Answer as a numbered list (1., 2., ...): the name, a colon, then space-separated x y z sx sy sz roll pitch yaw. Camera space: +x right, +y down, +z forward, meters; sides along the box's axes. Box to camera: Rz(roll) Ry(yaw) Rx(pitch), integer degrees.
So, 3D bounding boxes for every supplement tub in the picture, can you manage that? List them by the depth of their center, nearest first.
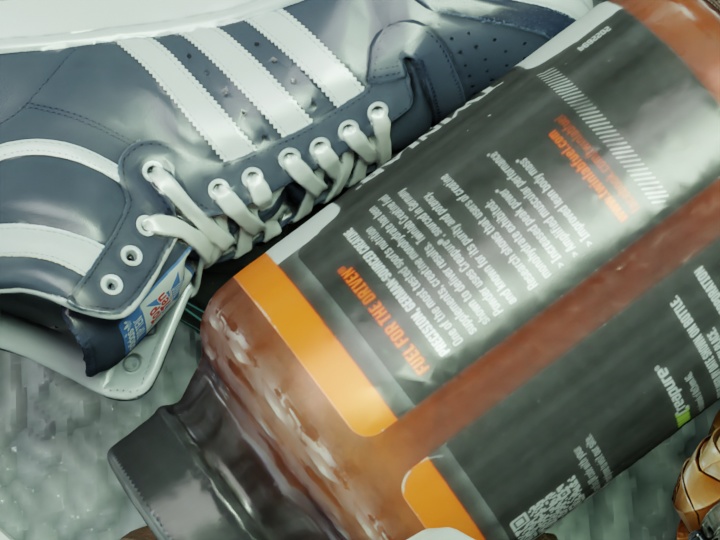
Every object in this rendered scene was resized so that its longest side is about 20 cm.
1. supplement tub: 0.031 0.017 0.770 0.200 0.107 0.107 -36 59 -4

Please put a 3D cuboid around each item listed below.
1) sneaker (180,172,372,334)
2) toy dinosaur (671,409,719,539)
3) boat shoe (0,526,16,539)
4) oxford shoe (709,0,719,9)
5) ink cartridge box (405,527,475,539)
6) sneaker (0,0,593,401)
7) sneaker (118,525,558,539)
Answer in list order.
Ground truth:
1. sneaker: 0.000 0.000 0.874 0.200 0.079 0.075 25 69 9
2. toy dinosaur: 0.125 0.059 0.759 0.136 0.102 0.200 -28 44 22
3. boat shoe: -0.084 0.141 0.836 0.070 0.071 0.200 -45 66 -9
4. oxford shoe: 0.139 -0.072 0.872 0.200 0.071 0.073 47 113 29
5. ink cartridge box: 0.035 0.187 0.693 0.144 0.200 0.085 26 31 30
6. sneaker: -0.030 -0.027 0.803 0.200 0.070 0.109 -6 64 2
7. sneaker: 0.023 0.106 0.824 0.200 0.071 0.076 20 56 21
